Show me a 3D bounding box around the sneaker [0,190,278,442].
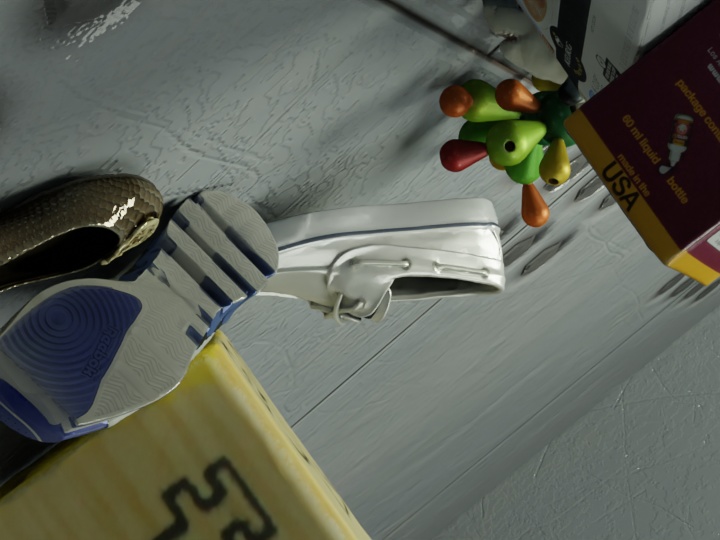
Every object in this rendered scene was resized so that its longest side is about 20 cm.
[{"bbox_3d":[-0.130,0.045,0.912,0.115,0.081,0.199,-47,175,40],"label":"sneaker"}]

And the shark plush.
[{"bbox_3d":[0.168,-0.152,0.921,0.198,0.084,0.091,-21,175,23],"label":"shark plush"}]

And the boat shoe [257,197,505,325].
[{"bbox_3d":[0.000,0.000,1.039,0.197,0.066,0.074,-9,165,-17],"label":"boat shoe"}]

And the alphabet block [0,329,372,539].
[{"bbox_3d":[-0.109,0.175,1.066,0.196,0.201,0.195,-36,-177,-4],"label":"alphabet block"}]

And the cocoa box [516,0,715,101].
[{"bbox_3d":[0.143,-0.179,0.796,0.133,0.132,0.200,-33,165,-6],"label":"cocoa box"}]

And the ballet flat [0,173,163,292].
[{"bbox_3d":[-0.162,-0.004,0.792,0.067,0.047,0.199,-46,163,33],"label":"ballet flat"}]

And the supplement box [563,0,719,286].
[{"bbox_3d":[0.204,-0.089,0.778,0.199,0.086,0.110,-39,164,13],"label":"supplement box"}]

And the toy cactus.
[{"bbox_3d":[0.138,-0.093,1.060,0.163,0.104,0.200,-18,175,21],"label":"toy cactus"}]
